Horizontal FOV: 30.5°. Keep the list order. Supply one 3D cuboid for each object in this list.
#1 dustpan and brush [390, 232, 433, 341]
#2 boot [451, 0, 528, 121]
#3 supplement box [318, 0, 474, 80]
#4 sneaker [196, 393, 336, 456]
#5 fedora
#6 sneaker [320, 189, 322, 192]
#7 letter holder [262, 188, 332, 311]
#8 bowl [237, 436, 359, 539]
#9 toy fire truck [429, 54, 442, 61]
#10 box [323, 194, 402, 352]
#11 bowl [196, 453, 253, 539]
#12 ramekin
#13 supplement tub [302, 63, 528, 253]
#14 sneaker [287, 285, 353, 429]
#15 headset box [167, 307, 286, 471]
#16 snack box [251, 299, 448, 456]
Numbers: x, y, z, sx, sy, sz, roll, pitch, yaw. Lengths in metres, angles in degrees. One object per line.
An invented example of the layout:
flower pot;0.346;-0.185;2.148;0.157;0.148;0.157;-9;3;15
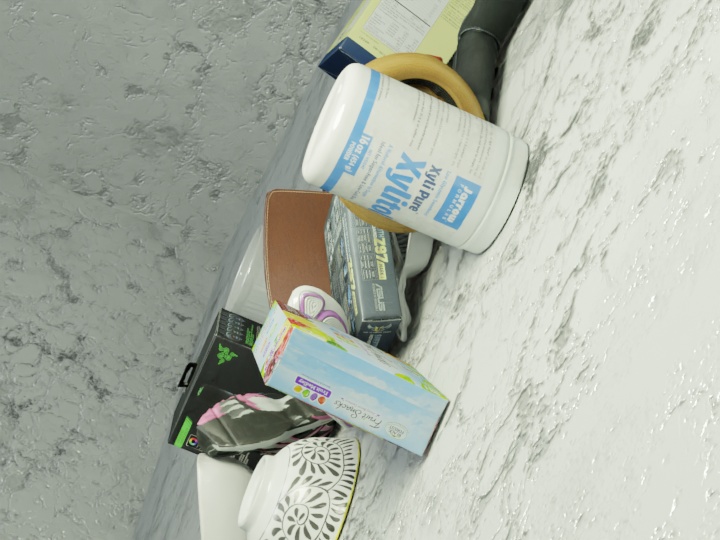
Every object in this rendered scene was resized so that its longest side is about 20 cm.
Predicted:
dustpan and brush;0.047;-0.013;1.533;0.140;0.057;0.201;131;129;-56
boot;0.142;-0.249;1.535;0.165;0.065;0.201;113;177;-54
supplement box;0.062;-0.339;1.849;0.200;0.134;0.200;-55;10;-5
sneaker;-0.106;0.203;1.628;0.080;0.199;0.087;55;143;40
fedora;0.043;-0.137;1.457;0.202;0.200;0.082;-69;14;-10
sneaker;-0.044;-0.048;1.885;0.080;0.070;0.201;107;-177;-63
letter holder;-0.065;0.009;1.674;0.101;0.141;0.201;131;137;-61
bowl;-0.083;0.270;1.522;0.201;0.094;0.202;-157;90;-81
toy fire truck;0.064;-0.166;1.695;0.168;0.111;0.201;78;-151;-72
box;0.000;0.000;1.536;0.158;0.051;0.201;108;156;-62
bowl;-0.155;0.328;1.643;0.200;0.074;0.201;99;167;-77
ramekin;-0.189;0.020;2.601;0.200;0.097;0.202;-157;90;-81
supplement tub;0.053;-0.112;1.328;0.132;0.199;0.133;-158;90;-81
sneaker;-0.054;0.095;1.482;0.075;0.099;0.201;-40;-47;-26
headset box;-0.143;0.169;1.752;0.093;0.199;0.175;-94;29;-69
snack box;-0.016;0.103;1.316;0.068;0.168;0.200;-63;9;3
